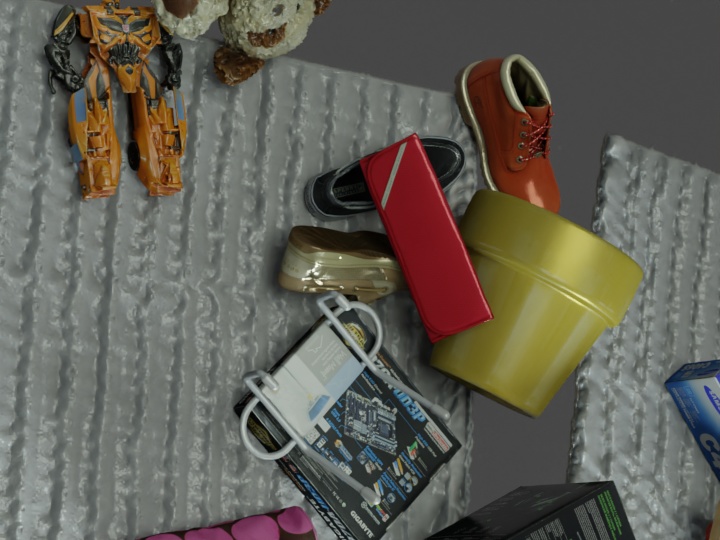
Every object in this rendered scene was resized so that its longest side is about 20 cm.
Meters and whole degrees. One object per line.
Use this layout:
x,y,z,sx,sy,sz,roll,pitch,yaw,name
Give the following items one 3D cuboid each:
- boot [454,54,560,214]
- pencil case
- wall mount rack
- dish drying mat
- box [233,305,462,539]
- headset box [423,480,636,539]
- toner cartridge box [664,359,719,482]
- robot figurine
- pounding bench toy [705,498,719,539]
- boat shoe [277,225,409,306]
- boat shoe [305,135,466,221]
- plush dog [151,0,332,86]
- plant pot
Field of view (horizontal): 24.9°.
0.179,-0.140,1.787,0.075,0.107,0.202,-29,98,-30,boot
-0.127,0.282,1.562,0.198,0.093,0.092,-10,87,-30,pencil case
-0.017,0.125,1.603,0.174,0.074,0.200,49,65,-12,wall mount rack
0.064,-0.032,1.648,0.018,0.076,0.202,-15,83,-64,dish drying mat
-0.011,0.161,1.670,0.159,0.046,0.201,-45,104,-26,box
0.164,0.292,1.673,0.199,0.174,0.094,-24,93,-30,headset box
0.437,0.199,1.879,0.043,0.095,0.201,-34,98,-28,toner cartridge box
-0.231,-0.173,1.595,0.143,0.058,0.203,-5,85,-30,robot figurine
0.449,0.377,1.816,0.124,0.154,0.202,42,61,-52,pounding bench toy
0.000,0.000,1.697,0.198,0.071,0.065,9,113,-35,boat shoe
0.038,-0.102,1.725,0.198,0.068,0.073,-15,89,-29,boat shoe
-0.118,-0.288,1.649,0.200,0.160,0.172,-43,121,-9,plush dog
0.169,0.043,1.713,0.199,0.200,0.191,28,85,-22,plant pot
